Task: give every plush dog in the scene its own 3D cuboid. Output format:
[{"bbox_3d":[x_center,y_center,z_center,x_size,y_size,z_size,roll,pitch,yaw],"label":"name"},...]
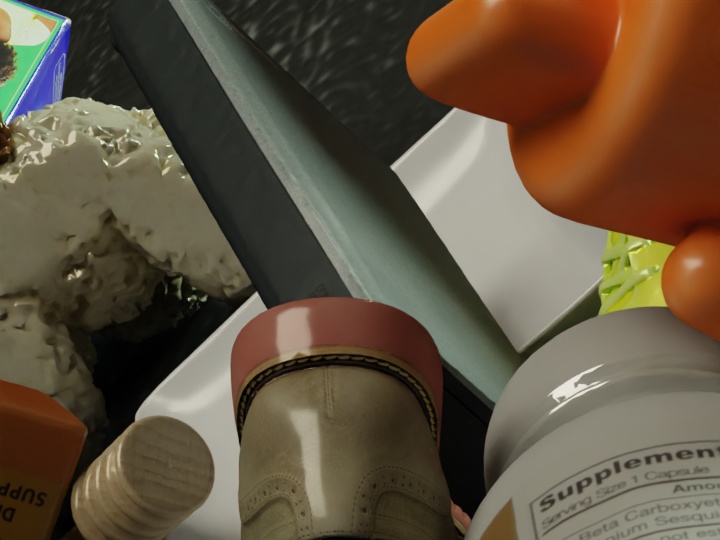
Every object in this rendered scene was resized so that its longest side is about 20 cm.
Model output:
[{"bbox_3d":[-0.112,-0.016,1.194,0.200,0.161,0.172,-41,-4,5],"label":"plush dog"}]

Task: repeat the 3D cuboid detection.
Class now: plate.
[{"bbox_3d":[0.007,0.032,1.015,0.200,0.032,0.200,-43,23,8],"label":"plate"}]

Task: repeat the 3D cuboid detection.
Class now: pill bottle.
[{"bbox_3d":[0.080,0.094,0.671,0.114,0.114,0.200,-38,23,17],"label":"pill bottle"}]

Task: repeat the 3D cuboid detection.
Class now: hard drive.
[{"bbox_3d":[0.000,0.000,0.869,0.033,0.140,0.200,-42,40,8],"label":"hard drive"}]

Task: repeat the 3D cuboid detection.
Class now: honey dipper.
[{"bbox_3d":[-0.109,0.106,1.044,0.200,0.038,0.038,-43,15,54],"label":"honey dipper"}]

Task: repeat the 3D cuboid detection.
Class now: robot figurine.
[{"bbox_3d":[0.114,-0.054,0.724,0.144,0.199,0.117,-97,25,-49],"label":"robot figurine"}]

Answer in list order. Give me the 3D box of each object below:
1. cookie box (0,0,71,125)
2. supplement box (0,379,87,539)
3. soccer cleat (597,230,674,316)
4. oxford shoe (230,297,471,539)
[{"bbox_3d":[-0.206,-0.005,1.290,0.171,0.075,0.200,104,-174,-46],"label":"cookie box"},{"bbox_3d":[-0.166,0.134,1.007,0.069,0.066,0.201,28,98,63],"label":"supplement box"},{"bbox_3d":[0.096,-0.020,0.880,0.065,0.084,0.200,-28,28,36],"label":"soccer cleat"},{"bbox_3d":[-0.001,0.092,0.755,0.070,0.200,0.075,-7,53,9],"label":"oxford shoe"}]
